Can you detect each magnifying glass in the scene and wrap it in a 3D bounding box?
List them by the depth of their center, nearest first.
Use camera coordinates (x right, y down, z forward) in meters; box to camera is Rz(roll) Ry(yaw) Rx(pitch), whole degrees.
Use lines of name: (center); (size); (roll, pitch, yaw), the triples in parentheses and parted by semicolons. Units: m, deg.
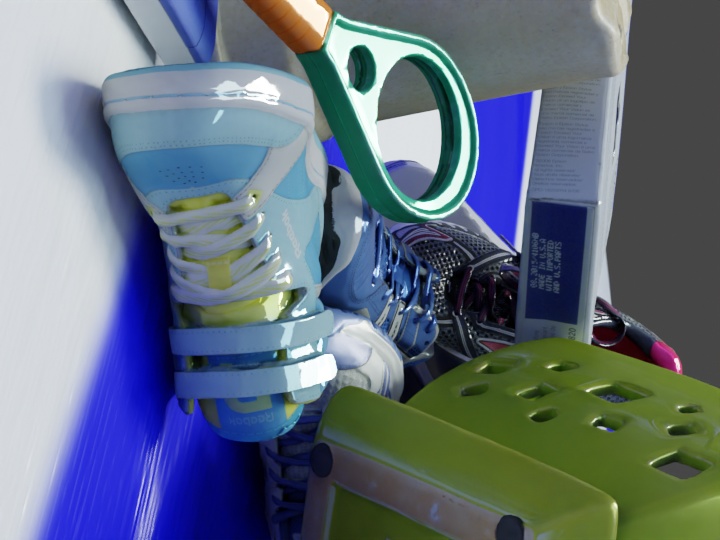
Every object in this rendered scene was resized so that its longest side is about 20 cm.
magnifying glass: (-0.007, -0.089, 0.959); (0.200, 0.022, 0.080); (41, 57, -43)

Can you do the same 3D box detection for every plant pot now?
plant pot: (0.081, 0.150, 1.007); (0.181, 0.199, 0.201); (-2, 105, -41)
plant pot: (0.033, -0.153, 1.081); (0.200, 0.182, 0.202); (-2, 90, -79)

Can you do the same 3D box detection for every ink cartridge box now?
ink cartridge box: (0.109, -0.031, 1.187); (0.201, 0.040, 0.200); (-76, 169, -45)

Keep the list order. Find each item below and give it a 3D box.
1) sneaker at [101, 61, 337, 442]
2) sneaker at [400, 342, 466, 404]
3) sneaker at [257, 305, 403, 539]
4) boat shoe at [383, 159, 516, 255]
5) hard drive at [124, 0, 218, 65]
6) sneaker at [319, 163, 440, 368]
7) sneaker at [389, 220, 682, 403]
sneaker: (-0.050, -0.003, 0.897); (0.200, 0.079, 0.131); (42, 45, -74)
sneaker: (0.057, 0.101, 1.210); (0.075, 0.106, 0.200); (-51, -149, 25)
sneaker: (-0.014, 0.091, 1.071); (0.200, 0.075, 0.089); (70, 21, -56)
boat shoe: (0.071, 0.013, 1.397); (0.200, 0.071, 0.070); (49, 4, -12)
hard drive: (-0.088, -0.180, 0.870); (0.200, 0.025, 0.133); (61, 29, -67)
sneaker: (0.000, 0.000, 1.083); (0.200, 0.077, 0.076); (88, 4, -73)
sneaker: (0.097, 0.025, 1.317); (0.075, 0.199, 0.081); (-15, -125, 66)
